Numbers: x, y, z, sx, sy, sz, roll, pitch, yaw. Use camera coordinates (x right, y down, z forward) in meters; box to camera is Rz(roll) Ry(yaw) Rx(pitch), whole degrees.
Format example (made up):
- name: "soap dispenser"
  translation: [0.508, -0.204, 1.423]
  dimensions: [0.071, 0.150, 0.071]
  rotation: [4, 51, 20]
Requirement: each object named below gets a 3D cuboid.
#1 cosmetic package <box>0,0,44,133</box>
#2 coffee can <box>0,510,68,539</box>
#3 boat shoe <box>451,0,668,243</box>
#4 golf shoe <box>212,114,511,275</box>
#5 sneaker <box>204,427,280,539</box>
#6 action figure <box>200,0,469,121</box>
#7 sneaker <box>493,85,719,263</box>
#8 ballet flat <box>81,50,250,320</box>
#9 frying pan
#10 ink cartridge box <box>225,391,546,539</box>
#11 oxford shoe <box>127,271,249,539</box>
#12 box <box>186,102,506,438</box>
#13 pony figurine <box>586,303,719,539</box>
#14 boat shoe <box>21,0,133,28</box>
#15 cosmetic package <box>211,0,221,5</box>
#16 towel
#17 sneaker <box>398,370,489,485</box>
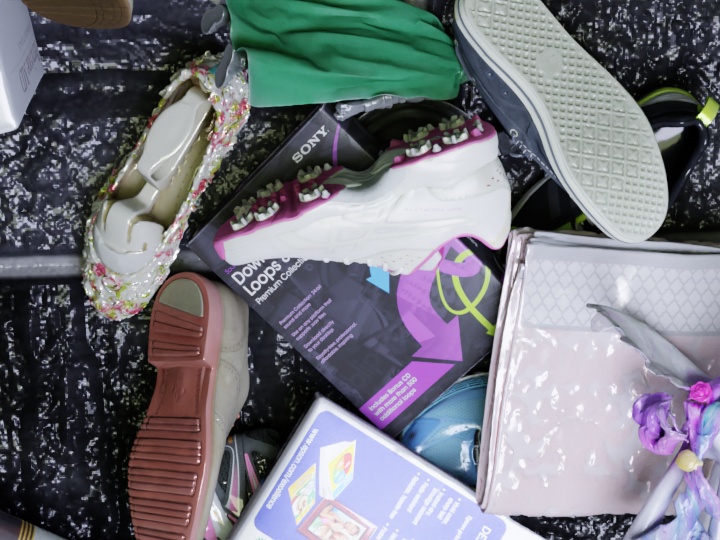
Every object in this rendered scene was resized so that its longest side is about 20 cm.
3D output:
- name: "cosmetic package"
  translation: [-0.302, -0.184, 1.120]
  dimensions: [0.165, 0.168, 0.202]
  rotation: [-12, 108, -1]
- name: "coffee can"
  translation: [-0.247, 0.244, 1.264]
  dimensions: [0.199, 0.146, 0.147]
  rotation: [26, 103, -12]
- name: "boat shoe"
  translation: [0.128, -0.103, 1.190]
  dimensions: [0.074, 0.062, 0.201]
  rotation: [-37, 87, -18]
- name: "golf shoe"
  translation: [0.003, -0.028, 1.174]
  dimensions: [0.198, 0.075, 0.092]
  rotation: [-18, 111, 16]
- name: "sneaker"
  translation: [-0.049, 0.200, 1.300]
  dimensions: [0.086, 0.080, 0.201]
  rotation: [-29, 107, 3]
- name: "action figure"
  translation: [-0.003, -0.140, 1.186]
  dimensions: [0.198, 0.119, 0.055]
  rotation: [3, 151, -31]
- name: "sneaker"
  translation: [0.162, -0.046, 1.239]
  dimensions: [0.072, 0.083, 0.200]
  rotation: [37, 101, -13]
- name: "ballet flat"
  translation: [-0.140, -0.057, 1.221]
  dimensions: [0.075, 0.064, 0.201]
  rotation: [30, 102, 13]
- name: "frying pan"
  translation: [0.063, -0.088, 1.243]
  dimensions: [0.190, 0.031, 0.115]
  rotation: [-43, 104, 10]
- name: "ink cartridge box"
  translation: [0.003, 0.218, 1.252]
  dimensions: [0.199, 0.047, 0.199]
  rotation: [32, 91, -6]
- name: "oxford shoe"
  translation: [-0.105, 0.106, 1.244]
  dimensions: [0.070, 0.074, 0.202]
  rotation: [7, 87, 37]
- name: "box"
  translation: [0.000, 0.000, 1.242]
  dimensions: [0.200, 0.036, 0.143]
  rotation: [43, 112, -7]
- name: "pony figurine"
  translation: [0.230, 0.100, 1.160]
  dimensions: [0.192, 0.166, 0.202]
  rotation: [15, 96, -54]
- name: "boat shoe"
  translation: [-0.182, -0.208, 1.127]
  dimensions: [0.071, 0.200, 0.066]
  rotation: [2, 74, 10]
- name: "cosmetic package"
  translation: [-0.097, -0.295, 1.163]
  dimensions: [0.150, 0.052, 0.201]
  rotation: [33, 102, -10]
- name: "towel"
  translation: [0.181, 0.072, 1.220]
  dimensions: [0.198, 0.032, 0.193]
  rotation: [3, 102, -17]
- name: "sneaker"
  translation: [0.123, 0.116, 1.280]
  dimensions: [0.198, 0.090, 0.079]
  rotation: [-9, 108, -2]
